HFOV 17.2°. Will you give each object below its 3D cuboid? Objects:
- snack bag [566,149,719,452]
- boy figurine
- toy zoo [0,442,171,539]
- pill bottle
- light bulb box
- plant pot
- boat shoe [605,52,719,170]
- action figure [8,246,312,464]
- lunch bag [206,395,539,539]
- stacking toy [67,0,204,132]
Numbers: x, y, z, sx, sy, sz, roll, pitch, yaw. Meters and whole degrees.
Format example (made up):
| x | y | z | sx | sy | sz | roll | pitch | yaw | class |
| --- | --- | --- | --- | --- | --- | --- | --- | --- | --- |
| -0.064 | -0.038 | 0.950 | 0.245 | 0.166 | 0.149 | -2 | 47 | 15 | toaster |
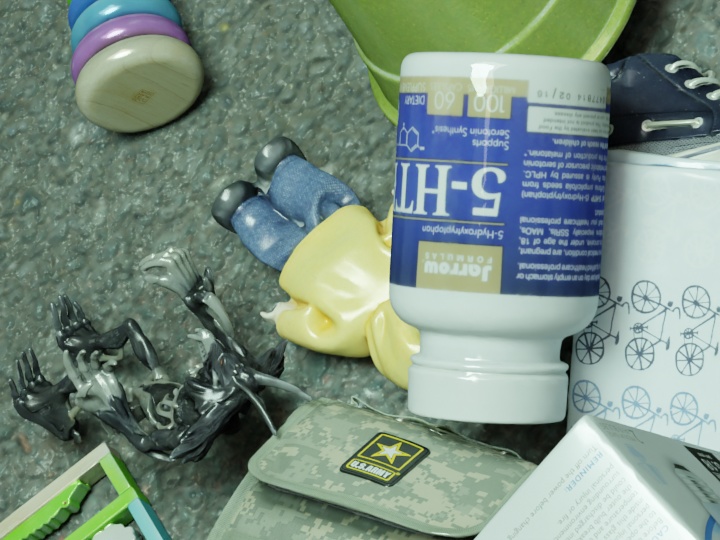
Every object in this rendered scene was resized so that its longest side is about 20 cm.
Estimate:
| x | y | z | sx | sy | sz | roll | pitch | yaw | class |
| --- | --- | --- | --- | --- | --- | --- | --- | --- | --- |
| 0.212 | 0.034 | 1.331 | 0.199 | 0.021 | 0.190 | 7 | 93 | 26 | snack bag |
| 0.000 | 0.000 | 1.447 | 0.124 | 0.064 | 0.200 | -48 | 61 | 0 | boy figurine |
| -0.157 | 0.219 | 1.446 | 0.131 | 0.020 | 0.200 | -37 | 60 | 4 | toy zoo |
| 0.076 | -0.019 | 1.335 | 0.119 | 0.120 | 0.201 | 4 | 92 | 23 | pill bottle |
| 0.178 | 0.195 | 1.207 | 0.125 | 0.198 | 0.200 | -50 | 60 | 14 | light bulb box |
| 0.036 | -0.208 | 1.416 | 0.199 | 0.190 | 0.201 | -22 | 49 | 28 | plant pot |
| 0.206 | -0.089 | 1.390 | 0.199 | 0.075 | 0.093 | -11 | 73 | 19 | boat shoe |
| -0.126 | 0.056 | 1.427 | 0.199 | 0.102 | 0.119 | 0 | 39 | 41 | action figure |
| 0.004 | 0.171 | 1.348 | 0.163 | 0.118 | 0.201 | 14 | 68 | 30 | lunch bag |
| -0.168 | -0.192 | 1.588 | 0.085 | 0.085 | 0.201 | -26 | 58 | 11 | stacking toy |
